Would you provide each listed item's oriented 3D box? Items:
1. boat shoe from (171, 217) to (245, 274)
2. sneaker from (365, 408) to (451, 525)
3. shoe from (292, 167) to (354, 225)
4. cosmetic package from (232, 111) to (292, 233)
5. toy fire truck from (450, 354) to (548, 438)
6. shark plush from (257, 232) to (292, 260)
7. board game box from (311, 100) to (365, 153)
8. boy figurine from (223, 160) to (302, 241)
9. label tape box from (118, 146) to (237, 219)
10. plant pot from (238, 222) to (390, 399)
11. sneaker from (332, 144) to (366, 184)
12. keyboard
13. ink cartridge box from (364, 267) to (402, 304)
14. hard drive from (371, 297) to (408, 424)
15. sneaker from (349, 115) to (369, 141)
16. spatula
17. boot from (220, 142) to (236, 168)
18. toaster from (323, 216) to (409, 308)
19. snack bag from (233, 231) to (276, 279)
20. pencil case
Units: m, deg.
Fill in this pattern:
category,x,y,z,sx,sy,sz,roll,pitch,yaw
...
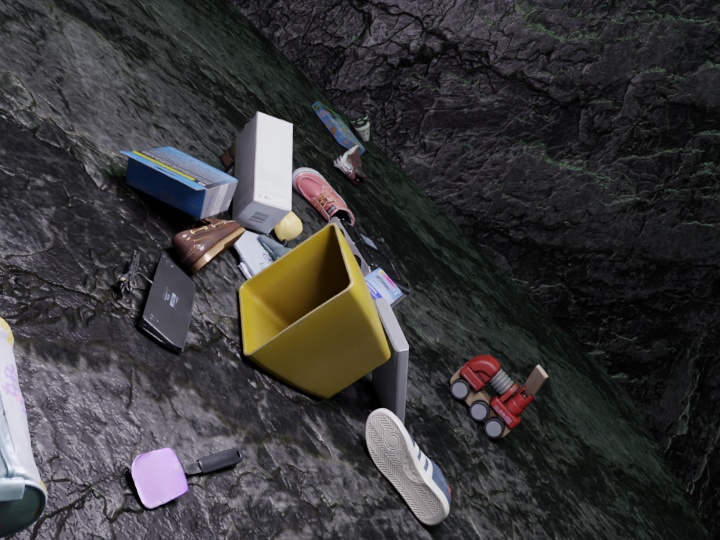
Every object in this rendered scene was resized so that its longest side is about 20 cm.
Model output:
category,x,y,z,sx,sy,sz,roll,pitch,yaw
boat shoe,-0.249,-0.056,1.389,0.070,0.070,0.200,47,15,-3
sneaker,0.079,0.311,1.359,0.201,0.075,0.084,60,19,8
shoe,-0.090,-0.178,2.109,0.200,0.071,0.091,38,11,-44
cosmetic package,-0.191,-0.190,1.635,0.084,0.107,0.202,15,61,-28
toy fire truck,0.321,0.256,1.888,0.176,0.200,0.129,48,15,7
shark plush,-0.124,-0.007,1.542,0.083,0.091,0.201,-16,65,-40
board game box,-0.079,-0.511,3.030,0.201,0.037,0.151,56,17,26
boy figurine,-0.204,-0.140,1.731,0.200,0.064,0.125,42,16,-20
label tape box,-0.305,-0.145,1.392,0.143,0.064,0.200,26,14,5
plant pot,-0.060,0.082,1.352,0.177,0.199,0.201,50,11,-31
sneaker,-0.020,-0.330,2.696,0.116,0.075,0.200,50,25,-6
keyboard,-0.286,0.030,1.177,0.127,0.021,0.200,47,13,-22
ink cartridge box,-0.006,0.077,1.581,0.076,0.136,0.200,45,15,3
hard drive,0.050,0.167,1.473,0.132,0.026,0.201,-115,-160,-48
sneaker,0.004,-0.564,3.373,0.200,0.076,0.089,-95,170,-68
spatula,-0.188,0.222,0.953,0.057,0.020,0.200,64,17,13
boot,-0.207,-0.209,1.827,0.200,0.097,0.075,47,16,1
toaster,0.000,0.000,1.821,0.199,0.119,0.181,26,27,-51
snack bag,-0.170,-0.001,1.558,0.201,0.021,0.188,54,16,21
pencil case,-0.322,0.127,0.710,0.083,0.091,0.201,29,25,-48
